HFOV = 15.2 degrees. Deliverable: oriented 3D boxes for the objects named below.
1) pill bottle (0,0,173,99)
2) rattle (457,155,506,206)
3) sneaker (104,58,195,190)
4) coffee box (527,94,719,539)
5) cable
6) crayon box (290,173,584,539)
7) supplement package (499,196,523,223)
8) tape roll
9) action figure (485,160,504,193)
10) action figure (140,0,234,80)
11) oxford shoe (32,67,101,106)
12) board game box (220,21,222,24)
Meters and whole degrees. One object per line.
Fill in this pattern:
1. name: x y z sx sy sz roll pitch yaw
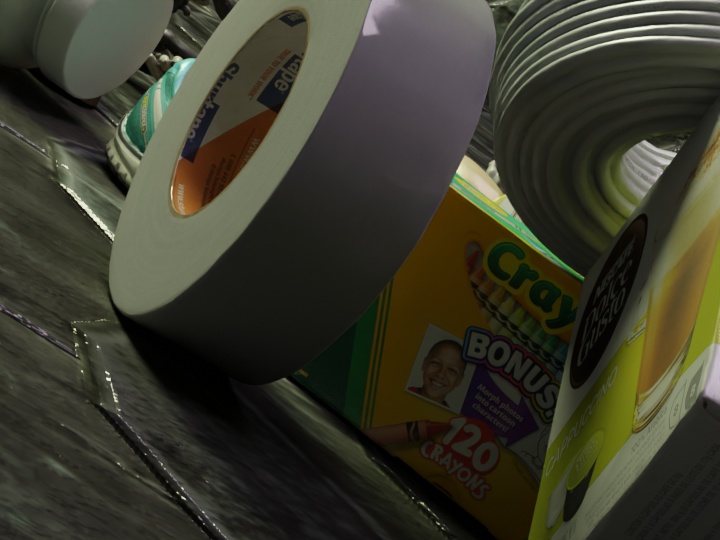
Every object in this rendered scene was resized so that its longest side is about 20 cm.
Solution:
1. pill bottle: -0.202 -0.185 1.507 0.200 0.112 0.112 39 9 23
2. rattle: 0.000 0.000 1.560 0.200 0.143 0.130 23 -35 45
3. sneaker: -0.062 -0.043 1.384 0.077 0.080 0.200 25 14 -49
4. coffee box: 0.199 0.058 1.082 0.199 0.200 0.198 22 53 -8
5. cable: 0.152 -0.056 1.174 0.199 0.200 0.069 19 56 -8
6. crayon box: 0.078 0.056 1.253 0.200 0.119 0.058 37 9 15
7. supplement package: 0.168 0.026 1.423 0.200 0.117 0.117 33 8 -17
8. tape roll: -0.028 -0.053 1.164 0.066 0.201 0.200 31 9 -20
9. action figure: 0.040 -0.065 1.828 0.119 0.102 0.200 47 7 -1
10. action figure: -0.082 -0.140 1.690 0.200 0.119 0.102 29 -12 37
11. oxford shoe: -0.172 -0.161 1.635 0.071 0.071 0.200 29 9 -25
12. board game box: -0.036 -0.046 1.431 0.019 0.103 0.200 -1 28 -31
